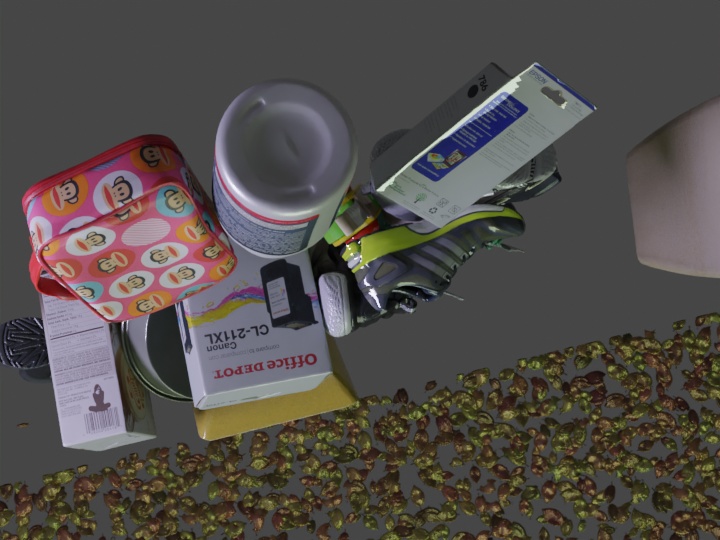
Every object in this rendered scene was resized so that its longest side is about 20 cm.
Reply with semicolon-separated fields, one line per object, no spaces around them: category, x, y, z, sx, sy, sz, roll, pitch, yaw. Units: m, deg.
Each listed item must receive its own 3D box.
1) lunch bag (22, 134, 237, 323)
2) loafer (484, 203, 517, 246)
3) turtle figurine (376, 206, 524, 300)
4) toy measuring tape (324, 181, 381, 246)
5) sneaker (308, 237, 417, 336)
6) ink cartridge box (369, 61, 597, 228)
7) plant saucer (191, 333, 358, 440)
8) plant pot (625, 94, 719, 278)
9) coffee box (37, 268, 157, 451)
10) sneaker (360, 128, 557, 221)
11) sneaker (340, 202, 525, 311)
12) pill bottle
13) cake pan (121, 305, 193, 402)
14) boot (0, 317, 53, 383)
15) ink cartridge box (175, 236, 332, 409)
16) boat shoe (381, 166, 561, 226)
lunch bag;-0.218;-0.026;1.219;0.175;0.083;0.200;-25;153;0
loafer;0.101;-0.039;1.675;0.198;0.073;0.063;-15;173;-9
turtle figurine;0.087;-0.040;1.580;0.198;0.102;0.150;14;139;-33
toy measuring tape;-0.020;-0.050;1.392;0.073;0.074;0.200;-16;-170;11
sneaker;0.000;0.000;1.473;0.112;0.201;0.076;-6;124;-11
ink cartridge box;0.111;-0.123;1.226;0.199;0.040;0.099;-36;136;28
plant saucer;-0.120;0.114;1.660;0.198;0.049;0.200;-13;-148;-9
plant pot;0.423;-0.087;1.550;0.198;0.202;0.176;-4;176;-38
coffee box;-0.301;0.098;1.523;0.079;0.202;0.114;-13;168;5
sneaker;0.095;-0.103;1.364;0.197;0.076;0.115;-5;167;-15
sneaker;0.081;-0.013;1.372;0.198;0.082;0.074;-17;173;-13
pill bottle;-0.072;-0.078;1.170;0.118;0.121;0.200;-11;168;-11
cake pan;-0.176;0.060;1.522;0.198;0.203;0.037;-6;-163;-34
boot;-0.433;0.110;1.789;0.163;0.066;0.200;-6;170;-25
ink cartridge box;-0.122;0.034;1.428;0.144;0.202;0.083;-9;168;-17
boat shoe;0.126;-0.087;1.452;0.198;0.076;0.092;-20;159;26
